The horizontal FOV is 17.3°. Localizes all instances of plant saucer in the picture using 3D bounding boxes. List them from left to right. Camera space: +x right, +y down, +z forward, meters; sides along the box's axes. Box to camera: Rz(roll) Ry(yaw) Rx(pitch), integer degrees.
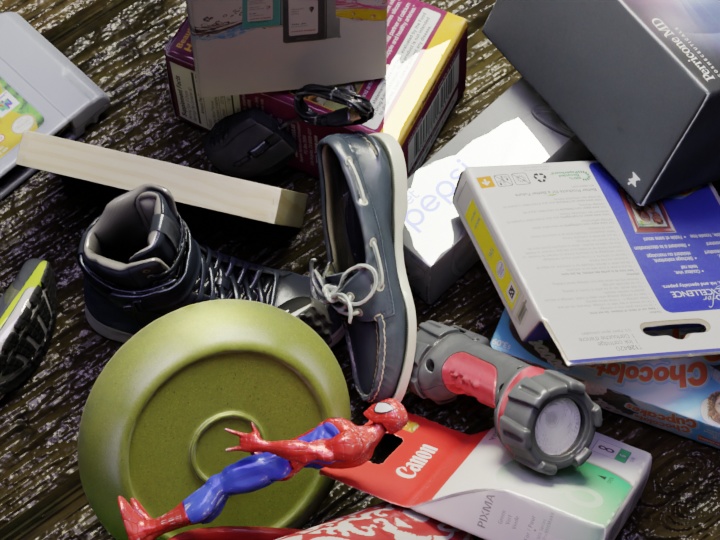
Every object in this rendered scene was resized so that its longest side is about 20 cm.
[{"bbox_3d":[-0.095,0.120,1.638,0.199,0.201,0.031,-26,24,-12],"label":"plant saucer"}]

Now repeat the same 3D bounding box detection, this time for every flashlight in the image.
[{"bbox_3d":[0.089,0.086,1.656,0.067,0.200,0.068,14,94,-31],"label":"flashlight"}]

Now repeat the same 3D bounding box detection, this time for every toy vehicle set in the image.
[{"bbox_3d":[-0.145,-0.067,1.770,0.199,0.124,0.027,13,91,9],"label":"toy vehicle set"}]

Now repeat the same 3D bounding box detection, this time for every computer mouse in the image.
[{"bbox_3d":[-0.057,-0.099,1.760,0.059,0.200,0.034,40,62,-21],"label":"computer mouse"}]

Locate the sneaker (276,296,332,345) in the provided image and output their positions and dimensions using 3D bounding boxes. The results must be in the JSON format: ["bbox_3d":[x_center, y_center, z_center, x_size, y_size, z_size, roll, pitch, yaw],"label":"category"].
[{"bbox_3d":[-0.110,0.085,1.697,0.200,0.070,0.090,-50,51,-4],"label":"sneaker"}]

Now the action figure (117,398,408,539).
[{"bbox_3d":[-0.062,0.129,1.576,0.199,0.065,0.052,-19,76,4],"label":"action figure"}]

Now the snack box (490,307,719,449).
[{"bbox_3d":[0.205,0.049,1.745,0.199,0.037,0.117,19,63,11],"label":"snack box"}]

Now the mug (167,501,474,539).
[{"bbox_3d":[-0.021,0.207,1.561,0.178,0.133,0.200,50,29,14],"label":"mug"}]

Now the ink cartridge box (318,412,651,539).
[{"bbox_3d":[0.091,0.134,1.644,0.199,0.050,0.161,23,20,12],"label":"ink cartridge box"}]

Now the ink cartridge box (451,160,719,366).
[{"bbox_3d":[0.191,0.001,1.701,0.197,0.047,0.201,-3,49,-23],"label":"ink cartridge box"}]

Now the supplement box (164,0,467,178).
[{"bbox_3d":[-0.033,-0.154,1.824,0.199,0.103,0.131,24,65,13],"label":"supplement box"}]

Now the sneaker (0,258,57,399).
[{"bbox_3d":[-0.295,0.064,1.733,0.081,0.074,0.200,28,64,19],"label":"sneaker"}]

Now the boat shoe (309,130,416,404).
[{"bbox_3d":[0.000,0.000,1.710,0.062,0.075,0.201,-4,96,-34],"label":"boat shoe"}]

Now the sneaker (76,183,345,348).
[{"bbox_3d":[-0.107,0.005,1.718,0.201,0.146,0.077,4,60,2],"label":"sneaker"}]

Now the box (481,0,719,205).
[{"bbox_3d":[0.237,-0.174,1.775,0.198,0.124,0.200,-18,58,-39],"label":"box"}]

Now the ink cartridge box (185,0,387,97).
[{"bbox_3d":[-0.059,-0.244,1.702,0.145,0.200,0.147,-7,61,-4],"label":"ink cartridge box"}]

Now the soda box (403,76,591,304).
[{"bbox_3d":[0.098,-0.070,1.798,0.200,0.064,0.068,-42,69,-19],"label":"soda box"}]

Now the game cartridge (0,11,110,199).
[{"bbox_3d":[-0.311,-0.112,1.848,0.200,0.041,0.133,-42,64,-19],"label":"game cartridge"}]
